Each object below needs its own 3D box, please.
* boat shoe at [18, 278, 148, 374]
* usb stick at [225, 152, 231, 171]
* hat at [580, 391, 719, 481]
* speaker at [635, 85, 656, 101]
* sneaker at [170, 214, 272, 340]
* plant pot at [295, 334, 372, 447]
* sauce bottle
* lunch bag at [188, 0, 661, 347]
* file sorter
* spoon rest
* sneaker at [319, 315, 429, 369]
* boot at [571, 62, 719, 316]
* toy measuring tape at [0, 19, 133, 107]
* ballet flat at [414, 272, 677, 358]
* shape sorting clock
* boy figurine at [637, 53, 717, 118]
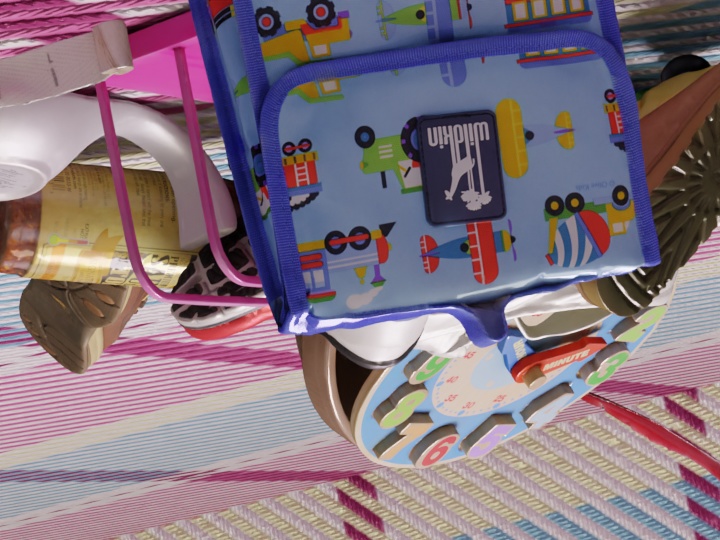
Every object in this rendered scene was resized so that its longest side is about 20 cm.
[{"bbox_3d":[-0.155,-0.004,1.728,0.068,0.072,0.200,-44,175,-23],"label":"boat shoe"},{"bbox_3d":[0.022,-0.082,1.557,0.200,0.033,0.055,-16,161,22],"label":"usb stick"},{"bbox_3d":[0.130,0.036,1.666,0.176,0.166,0.200,28,-164,39],"label":"hat"},{"bbox_3d":[0.127,-0.057,1.643,0.200,0.088,0.088,-10,172,-40],"label":"speaker"},{"bbox_3d":[0.000,0.000,1.520,0.200,0.085,0.077,-23,-147,-2],"label":"sneaker"},{"bbox_3d":[0.023,0.005,1.746,0.093,0.201,0.201,28,-161,38],"label":"plant pot"},{"bbox_3d":[-0.099,-0.021,1.556,0.200,0.066,0.066,4,166,-18],"label":"sauce bottle"},{"bbox_3d":[0.024,-0.065,1.131,0.151,0.200,0.094,-10,169,-16],"label":"lunch bag"},{"bbox_3d":[-0.003,-0.064,1.344,0.200,0.125,0.139,-17,170,29],"label":"file sorter"},{"bbox_3d":[-0.148,-0.060,1.440,0.099,0.061,0.200,-21,154,39],"label":"spoon rest"},{"bbox_3d":[-0.014,-0.038,1.220,0.081,0.199,0.115,-5,147,-17],"label":"sneaker"},{"bbox_3d":[0.106,-0.076,1.427,0.175,0.066,0.200,-42,-140,-15],"label":"boot"},{"bbox_3d":[-0.198,-0.074,1.215,0.200,0.074,0.074,-14,171,9],"label":"toy measuring tape"},{"bbox_3d":[0.066,0.011,1.454,0.200,0.069,0.069,-11,171,0],"label":"ballet flat"},{"bbox_3d":[0.086,0.047,1.576,0.200,0.039,0.200,-26,150,-16],"label":"shape sorting clock"},{"bbox_3d":[0.189,-0.078,1.531,0.124,0.064,0.200,-16,-168,15],"label":"boy figurine"}]
